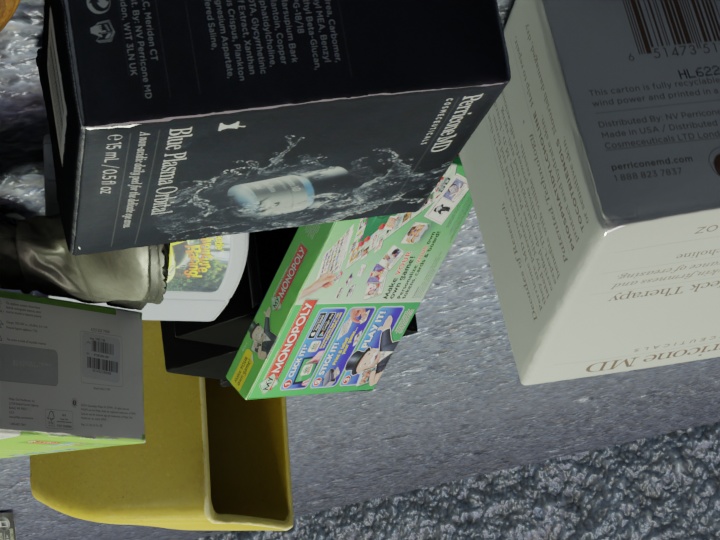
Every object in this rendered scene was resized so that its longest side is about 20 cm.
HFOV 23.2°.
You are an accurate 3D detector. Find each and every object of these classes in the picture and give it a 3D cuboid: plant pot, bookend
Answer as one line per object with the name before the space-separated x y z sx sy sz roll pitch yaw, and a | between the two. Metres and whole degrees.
plant pot | -0.191 0.144 1.596 0.198 0.197 0.195 -8 168 19
bookend | -0.094 0.017 1.339 0.199 0.093 0.198 -18 163 33

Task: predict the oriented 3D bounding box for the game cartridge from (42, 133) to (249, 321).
game cartridge | -0.139 -0.024 1.139 0.131 0.041 0.201 -2 151 -10

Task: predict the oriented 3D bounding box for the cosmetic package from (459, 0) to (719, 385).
cosmetic package | 0.169 -0.059 1.002 0.165 0.168 0.200 -8 154 -12

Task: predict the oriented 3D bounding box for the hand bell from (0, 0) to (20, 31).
hand bell | -0.199 -0.100 0.856 0.103 0.105 0.200 -2 152 -31

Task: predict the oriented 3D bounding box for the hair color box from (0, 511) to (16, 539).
hair color box | -0.583 0.431 2.597 0.064 0.111 0.199 5 159 -43

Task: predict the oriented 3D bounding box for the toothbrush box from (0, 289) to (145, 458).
toothbrush box | -0.252 0.071 1.079 0.198 0.087 0.145 -11 167 32

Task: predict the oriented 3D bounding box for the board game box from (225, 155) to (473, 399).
board game box | 0.000 0.000 1.220 0.134 0.029 0.201 1 125 -47

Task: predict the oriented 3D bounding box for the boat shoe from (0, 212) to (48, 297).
boat shoe | -0.238 -0.001 1.222 0.199 0.075 0.093 -12 154 -45

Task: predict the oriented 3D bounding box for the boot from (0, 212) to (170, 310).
boot | -0.181 -0.013 1.016 0.129 0.069 0.200 4 167 -14

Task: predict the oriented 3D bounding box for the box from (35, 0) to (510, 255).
box | -0.052 -0.099 0.859 0.198 0.119 0.197 -8 166 -13
